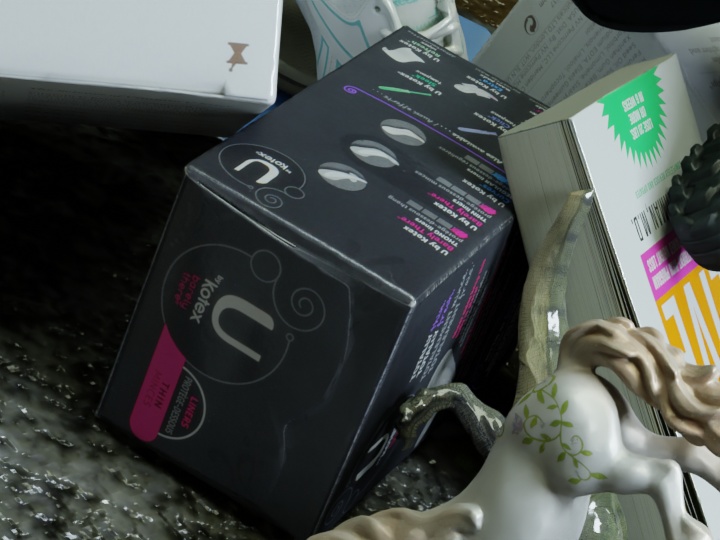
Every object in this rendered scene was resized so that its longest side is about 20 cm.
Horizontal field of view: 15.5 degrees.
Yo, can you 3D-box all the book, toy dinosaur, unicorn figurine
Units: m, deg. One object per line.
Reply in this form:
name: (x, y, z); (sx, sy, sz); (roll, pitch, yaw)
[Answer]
book: (0.121, 0.023, 1.066); (0.134, 0.048, 0.201); (-32, 106, -59)
toy dinosaur: (0.059, 0.075, 0.994); (0.088, 0.201, 0.047); (-9, 2, -7)
unicorn figurine: (0.055, 0.103, 0.940); (0.137, 0.200, 0.074); (36, -4, 8)

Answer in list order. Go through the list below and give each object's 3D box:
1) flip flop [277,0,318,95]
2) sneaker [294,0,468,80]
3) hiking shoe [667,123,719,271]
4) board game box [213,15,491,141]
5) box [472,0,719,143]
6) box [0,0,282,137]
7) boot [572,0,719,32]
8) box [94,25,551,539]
flip flop: (-0.031, -0.164, 1.234); (0.081, 0.058, 0.201); (0, 63, -30)
sneaker: (0.014, -0.097, 1.161); (0.070, 0.080, 0.201); (-23, 90, -23)
hiking shoe: (0.203, -0.043, 1.080); (0.200, 0.074, 0.087); (-37, 108, -37)
board game box: (-0.021, -0.084, 1.249); (0.199, 0.039, 0.158); (25, 44, -6)
box: (0.171, -0.052, 1.222); (0.152, 0.106, 0.200); (-7, 57, -43)
box: (-0.112, -0.117, 1.051); (0.152, 0.107, 0.200); (5, -2, -8)
boot: (0.188, -0.128, 1.059); (0.199, 0.077, 0.168); (-10, 18, -1)
box: (0.000, 0.000, 1.054); (0.106, 0.123, 0.200); (30, 30, 13)
